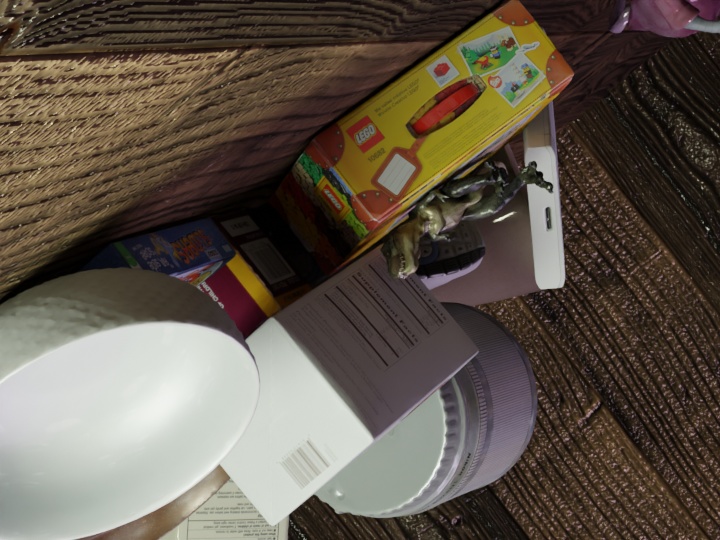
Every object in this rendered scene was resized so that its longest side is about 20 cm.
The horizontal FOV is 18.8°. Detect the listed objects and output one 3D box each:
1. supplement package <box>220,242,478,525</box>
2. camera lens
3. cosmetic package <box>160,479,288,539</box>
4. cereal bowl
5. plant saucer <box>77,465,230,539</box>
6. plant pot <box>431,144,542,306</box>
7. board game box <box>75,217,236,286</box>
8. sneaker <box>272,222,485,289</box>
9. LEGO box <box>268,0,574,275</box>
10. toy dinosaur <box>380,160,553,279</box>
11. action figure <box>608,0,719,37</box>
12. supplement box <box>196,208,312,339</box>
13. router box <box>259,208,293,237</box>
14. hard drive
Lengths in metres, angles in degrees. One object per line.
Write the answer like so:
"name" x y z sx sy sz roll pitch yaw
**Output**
"supplement package" -0.019 0.076 1.543 0.114 0.110 0.200 -42 176 29
"camera lens" 0.042 0.111 1.751 0.160 0.160 0.200 -39 167 22
"cosmetic package" -0.118 0.182 1.754 0.103 0.201 0.087 3 -178 -28
"cereal bowl" -0.165 0.068 1.272 0.199 0.083 0.200 -19 145 -14
"plant saucer" -0.161 0.163 1.603 0.200 0.035 0.200 -37 164 -12
"plant pot" 0.052 -0.037 1.915 0.199 0.188 0.187 -22 178 6
"board game box" -0.167 0.026 1.409 0.135 0.034 0.200 -39 176 15
"sneaker" 0.000 0.000 1.708 0.199 0.075 0.087 -11 152 -6
"LEGO box" 0.043 -0.098 1.621 0.200 0.077 0.149 -37 176 -22
"toy dinosaur" 0.086 -0.056 1.598 0.088 0.048 0.200 -22 -172 39
"action figure" 0.257 -0.264 1.804 0.148 0.135 0.200 6 -179 23
"supplement box" -0.143 0.051 1.567 0.200 0.086 0.110 -40 176 12
"router box" -0.059 0.027 1.806 0.200 0.052 0.157 -40 143 23
"hard drive" 0.148 -0.095 1.780 0.027 0.132 0.200 -5 -147 5
